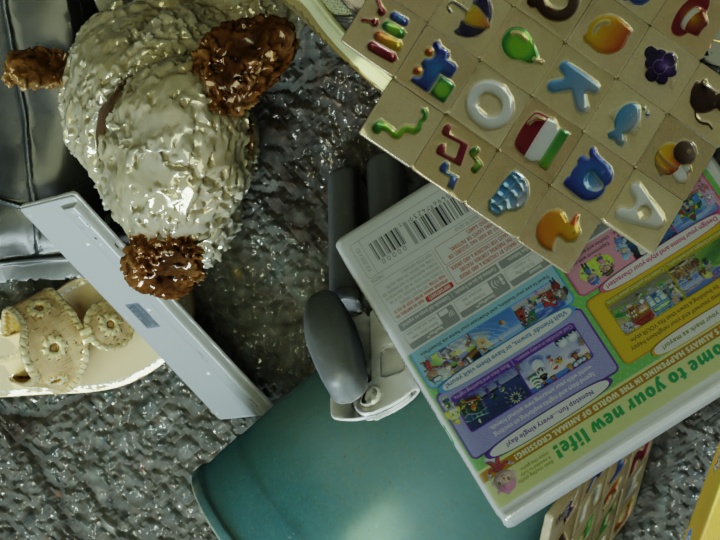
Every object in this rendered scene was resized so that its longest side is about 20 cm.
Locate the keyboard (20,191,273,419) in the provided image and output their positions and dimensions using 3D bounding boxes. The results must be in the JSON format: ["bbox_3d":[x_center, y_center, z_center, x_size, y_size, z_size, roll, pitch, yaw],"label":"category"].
[{"bbox_3d":[-0.128,0.026,1.116,0.056,0.011,0.200,-3,135,48],"label":"keyboard"}]

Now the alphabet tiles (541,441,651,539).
[{"bbox_3d":[0.124,0.160,1.048,0.006,0.167,0.201,29,146,20],"label":"alphabet tiles"}]

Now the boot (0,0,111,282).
[{"bbox_3d":[-0.239,-0.095,1.128,0.163,0.066,0.202,-5,107,4],"label":"boot"}]

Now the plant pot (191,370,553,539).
[{"bbox_3d":[0.036,0.123,1.070,0.200,0.200,0.188,44,94,-2],"label":"plant pot"}]

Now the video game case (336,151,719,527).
[{"bbox_3d":[0.114,0.008,0.969,0.199,0.022,0.183,-31,70,-2],"label":"video game case"}]

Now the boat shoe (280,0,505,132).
[{"bbox_3d":[0.006,-0.151,0.963,0.200,0.072,0.066,40,115,4],"label":"boat shoe"}]

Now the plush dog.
[{"bbox_3d":[-0.110,-0.083,1.027,0.159,0.172,0.202,11,108,-27],"label":"plush dog"}]

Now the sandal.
[{"bbox_3d":[-0.210,0.054,1.160,0.210,0.070,0.078,-11,102,14],"label":"sandal"}]

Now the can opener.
[{"bbox_3d":[0.000,0.000,1.035,0.053,0.201,0.067,-19,134,16],"label":"can opener"}]

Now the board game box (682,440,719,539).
[{"bbox_3d":[0.260,0.091,0.912,0.152,0.040,0.202,17,100,1],"label":"board game box"}]

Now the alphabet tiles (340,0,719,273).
[{"bbox_3d":[0.098,-0.104,0.945,0.199,0.006,0.167,33,85,-7],"label":"alphabet tiles"}]

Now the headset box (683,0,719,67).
[{"bbox_3d":[0.203,-0.218,0.990,0.172,0.093,0.202,15,107,7],"label":"headset box"}]
